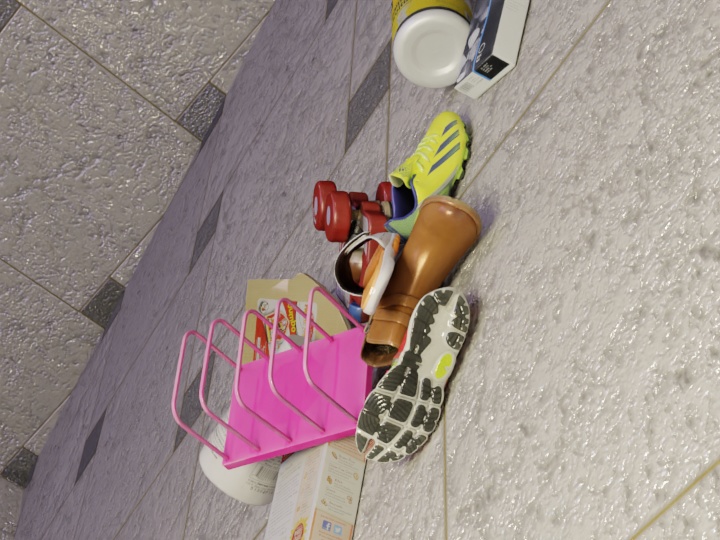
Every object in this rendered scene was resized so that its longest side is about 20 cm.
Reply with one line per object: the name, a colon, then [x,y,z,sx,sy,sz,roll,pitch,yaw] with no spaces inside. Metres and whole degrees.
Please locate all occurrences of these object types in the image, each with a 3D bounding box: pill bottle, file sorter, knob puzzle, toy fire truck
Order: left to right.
file sorter: [-0.102,0.119,1.512,0.199,0.125,0.140,-19,47,28]
pill bottle: [-0.108,0.186,1.666,0.201,0.114,0.114,-56,19,15]
knob puzzle: [-0.075,0.104,1.742,0.219,0.030,0.221,-5,83,39]
toy fire truck: [0.002,-0.024,1.702,0.200,0.111,0.169,-133,44,-73]
pill bottle: [0.097,-0.339,1.789,0.112,0.111,0.201,-56,20,30]

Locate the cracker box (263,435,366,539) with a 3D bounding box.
cracker box: [-0.054,0.274,1.521,0.134,0.057,0.201,-42,29,50]

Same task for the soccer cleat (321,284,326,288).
soccer cleat: [-0.093,0.113,1.833,0.076,0.066,0.201,-12,60,52]

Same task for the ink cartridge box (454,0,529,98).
ink cartridge box: [0.174,-0.322,1.659,0.099,0.039,0.201,-38,32,58]

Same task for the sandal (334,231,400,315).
sandal: [0.003,-0.007,1.465,0.207,0.059,0.080,-80,15,-80]

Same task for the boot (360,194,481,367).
boot: [0.058,0.014,1.454,0.156,0.076,0.200,-63,8,-28]

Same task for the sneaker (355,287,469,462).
sneaker: [0.062,0.112,1.397,0.201,0.077,0.085,-61,-2,0]

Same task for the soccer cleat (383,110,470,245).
soccer cleat: [0.078,-0.119,1.597,0.065,0.083,0.201,-40,30,56]
